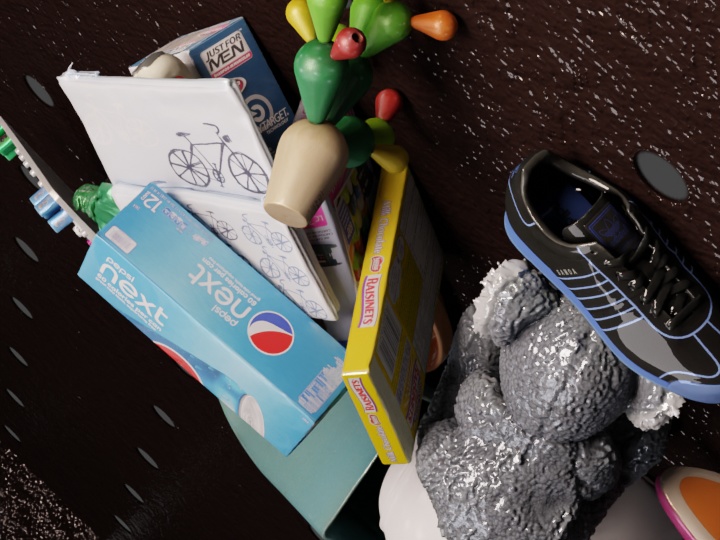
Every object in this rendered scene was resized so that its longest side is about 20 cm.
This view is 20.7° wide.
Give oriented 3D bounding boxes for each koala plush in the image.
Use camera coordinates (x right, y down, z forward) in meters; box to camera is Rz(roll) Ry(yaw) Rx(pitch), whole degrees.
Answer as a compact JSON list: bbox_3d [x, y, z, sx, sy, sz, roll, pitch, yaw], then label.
[{"bbox_3d":[0.135,0.086,1.344,0.177,0.184,0.200,32,138,6],"label":"koala plush"}]

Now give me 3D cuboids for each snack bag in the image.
[{"bbox_3d":[-0.115,-0.053,1.382,0.188,0.021,0.200,8,131,43],"label":"snack bag"}]

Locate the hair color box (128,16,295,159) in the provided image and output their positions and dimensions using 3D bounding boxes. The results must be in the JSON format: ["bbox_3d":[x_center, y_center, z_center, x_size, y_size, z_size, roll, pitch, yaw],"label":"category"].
[{"bbox_3d":[-0.087,-0.087,1.511,0.100,0.060,0.200,-5,117,56],"label":"hair color box"}]

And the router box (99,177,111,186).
[{"bbox_3d":[-0.161,-0.019,1.856,0.200,0.051,0.149,48,158,-7],"label":"router box"}]

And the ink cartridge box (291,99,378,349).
[{"bbox_3d":[-0.008,-0.019,1.431,0.042,0.119,0.200,-6,124,16],"label":"ink cartridge box"}]

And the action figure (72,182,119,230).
[{"bbox_3d":[-0.164,-0.036,1.740,0.200,0.055,0.118,20,134,12],"label":"action figure"}]

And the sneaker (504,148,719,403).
[{"bbox_3d":[0.167,0.003,1.232,0.200,0.070,0.078,39,164,16],"label":"sneaker"}]

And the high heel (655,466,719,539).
[{"bbox_3d":[0.279,0.217,1.434,0.200,0.067,0.096,34,150,-7],"label":"high heel"}]

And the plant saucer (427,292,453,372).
[{"bbox_3d":[0.000,0.000,1.609,0.200,0.032,0.200,38,158,18],"label":"plant saucer"}]

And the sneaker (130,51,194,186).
[{"bbox_3d":[-0.103,-0.069,1.437,0.093,0.070,0.200,11,130,32],"label":"sneaker"}]

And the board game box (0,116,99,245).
[{"bbox_3d":[-0.263,-0.039,1.869,0.200,0.026,0.200,49,178,-35],"label":"board game box"}]

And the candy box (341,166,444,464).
[{"bbox_3d":[0.025,0.028,1.408,0.026,0.200,0.102,-4,136,17],"label":"candy box"}]

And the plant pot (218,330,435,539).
[{"bbox_3d":[-0.018,0.128,1.691,0.200,0.141,0.141,38,-174,37],"label":"plant pot"}]

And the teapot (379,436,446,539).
[{"bbox_3d":[0.084,0.172,1.550,0.146,0.200,0.197,35,163,14],"label":"teapot"}]

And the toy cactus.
[{"bbox_3d":[-0.008,-0.101,1.261,0.102,0.165,0.200,20,160,8],"label":"toy cactus"}]

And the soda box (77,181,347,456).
[{"bbox_3d":[-0.099,0.035,1.385,0.200,0.064,0.068,41,147,2],"label":"soda box"}]

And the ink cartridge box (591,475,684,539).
[{"bbox_3d":[0.186,0.261,1.581,0.086,0.148,0.200,39,160,19],"label":"ink cartridge box"}]
